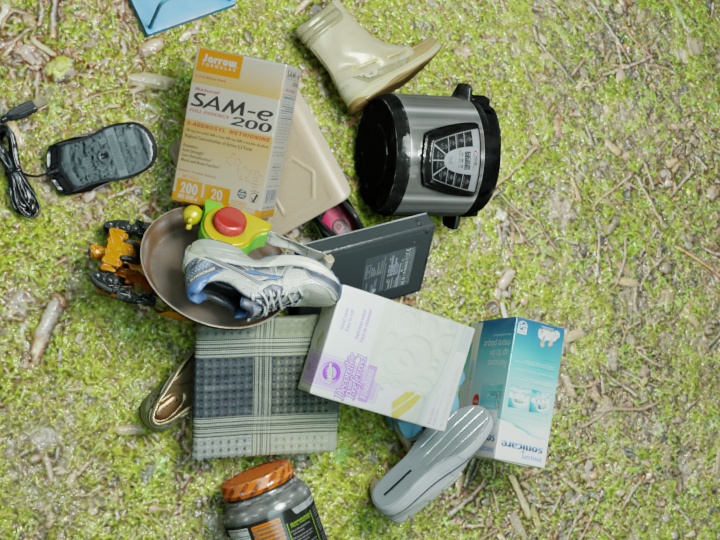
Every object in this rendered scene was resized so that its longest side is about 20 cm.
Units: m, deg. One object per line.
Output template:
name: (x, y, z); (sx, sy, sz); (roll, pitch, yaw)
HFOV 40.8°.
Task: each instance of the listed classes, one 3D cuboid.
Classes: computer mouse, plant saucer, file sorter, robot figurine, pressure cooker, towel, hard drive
computer mouse: (-0.376, -0.165, 1.265); (0.199, 0.046, 0.141); (-24, 97, -10)
plant saucer: (-0.185, 0.001, 1.238); (0.199, 0.032, 0.201); (16, 44, -16)
file sorter: (-0.258, -0.447, 1.300); (0.138, 0.123, 0.201); (-26, 93, -22)
robot figurine: (-0.257, 0.005, 1.261); (0.199, 0.058, 0.145); (16, 42, -15)
pressure cooker: (0.109, -0.165, 1.380); (0.199, 0.176, 0.179); (0, 58, -22)
towel: (-0.121, 0.152, 1.271); (0.199, 0.035, 0.193); (1, 97, -17)
hard drive: (0.000, 0.000, 1.344); (0.199, 0.140, 0.033); (-15, 51, -22)

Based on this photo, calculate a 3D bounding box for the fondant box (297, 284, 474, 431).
fondant box: (0.035, 0.115, 1.266); (0.199, 0.058, 0.145); (19, 85, -19)

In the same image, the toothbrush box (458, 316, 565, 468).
toothbrush box: (0.209, 0.175, 1.393); (0.085, 0.146, 0.201); (13, 80, -18)

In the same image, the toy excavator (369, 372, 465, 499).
toy excavator: (0.077, 0.219, 1.372); (0.194, 0.100, 0.201); (-28, 103, -20)

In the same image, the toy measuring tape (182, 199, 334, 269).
toy measuring tape: (-0.134, -0.029, 1.217); (0.199, 0.074, 0.074); (24, 75, -2)

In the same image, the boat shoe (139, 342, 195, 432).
boat shoe: (-0.206, 0.136, 1.282); (0.073, 0.063, 0.200); (44, 70, -10)

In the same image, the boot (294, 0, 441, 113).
boot: (0.014, -0.335, 1.418); (0.200, 0.073, 0.156); (-37, 88, -30)

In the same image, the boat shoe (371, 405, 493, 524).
boat shoe: (0.102, 0.265, 1.326); (0.200, 0.074, 0.067); (-37, 135, -5)

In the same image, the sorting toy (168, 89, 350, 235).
sorting toy: (-0.136, -0.136, 1.314); (0.200, 0.036, 0.186); (-28, 90, 13)

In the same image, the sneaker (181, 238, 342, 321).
sneaker: (-0.122, 0.028, 1.178); (0.199, 0.077, 0.085); (9, 46, -9)

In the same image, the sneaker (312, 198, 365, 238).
sneaker: (-0.061, -0.107, 1.355); (0.200, 0.084, 0.077); (43, 71, -12)

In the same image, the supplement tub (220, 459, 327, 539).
supplement tub: (-0.105, 0.358, 1.263); (0.122, 0.122, 0.201); (-19, 90, -22)

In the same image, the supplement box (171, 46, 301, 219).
supplement box: (-0.162, -0.177, 1.257); (0.126, 0.074, 0.201); (12, 98, 10)
